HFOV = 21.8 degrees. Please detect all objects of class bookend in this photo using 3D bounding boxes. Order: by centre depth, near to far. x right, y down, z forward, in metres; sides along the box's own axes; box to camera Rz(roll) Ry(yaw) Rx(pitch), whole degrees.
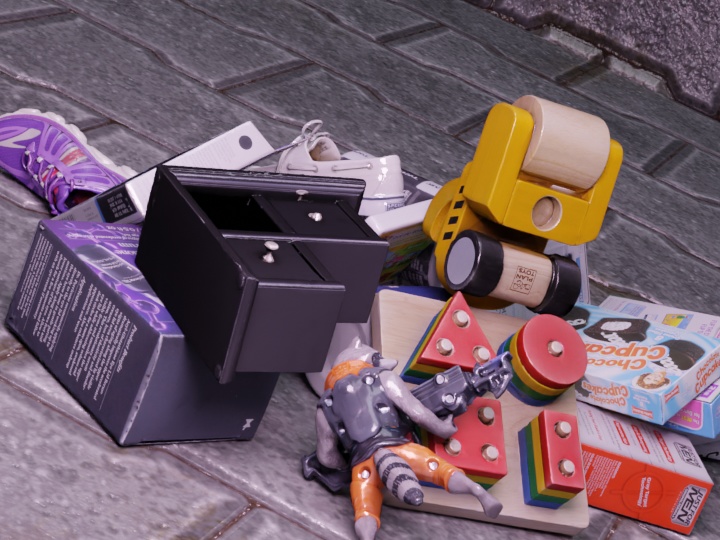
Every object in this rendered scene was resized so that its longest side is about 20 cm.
[{"bbox_3d":[-0.053,0.003,1.508,0.197,0.093,0.200,3,27,-29],"label":"bookend"}]

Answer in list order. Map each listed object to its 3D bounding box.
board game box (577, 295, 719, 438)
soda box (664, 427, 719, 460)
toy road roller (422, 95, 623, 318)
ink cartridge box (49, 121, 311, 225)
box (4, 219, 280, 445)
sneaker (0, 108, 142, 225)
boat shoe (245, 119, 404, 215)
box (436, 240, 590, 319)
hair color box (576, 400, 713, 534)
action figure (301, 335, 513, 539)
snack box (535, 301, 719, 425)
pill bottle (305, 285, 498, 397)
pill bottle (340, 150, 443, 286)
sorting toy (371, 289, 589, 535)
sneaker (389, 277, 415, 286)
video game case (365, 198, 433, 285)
[{"bbox_3d":[0.299,0.093,1.870,0.199,0.041,0.153,12,35,37],"label":"board game box"},{"bbox_3d":[0.354,0.151,1.954,0.198,0.069,0.064,13,19,-24],"label":"soda box"},{"bbox_3d":[0.134,-0.062,1.700,0.122,0.202,0.146,14,10,-30],"label":"toy road roller"},{"bbox_3d":[-0.173,-0.084,1.752,0.199,0.044,0.198,-27,5,-33],"label":"ink cartridge box"},{"bbox_3d":[-0.180,0.050,1.572,0.147,0.105,0.200,2,27,-47],"label":"box"},{"bbox_3d":[-0.298,-0.095,1.871,0.199,0.081,0.083,28,26,14],"label":"sneaker"},{"bbox_3d":[-0.043,-0.104,1.818,0.201,0.087,0.074,8,11,40],"label":"boat shoe"},{"bbox_3d":[0.161,0.004,1.928,0.060,0.118,0.199,1,11,37],"label":"box"},{"bbox_3d":[0.222,0.175,1.759,0.198,0.062,0.102,17,20,-12],"label":"hair color box"},{"bbox_3d":[0.039,0.125,1.495,0.194,0.199,0.105,58,4,39],"label":"action figure"},{"bbox_3d":[0.243,0.085,1.817,0.199,0.037,0.116,15,35,40],"label":"snack box"},{"bbox_3d":[0.048,0.070,1.762,0.199,0.112,0.111,1,28,-48],"label":"pill bottle"},{"bbox_3d":[0.021,-0.060,1.959,0.199,0.107,0.106,26,19,26],"label":"pill bottle"},{"bbox_3d":[0.115,0.113,1.630,0.198,0.070,0.200,12,57,-24],"label":"sorting toy"},{"bbox_3d":[0.065,0.017,1.994,0.199,0.076,0.081,30,29,21],"label":"sneaker"},{"bbox_3d":[0.000,0.000,1.799,0.023,0.182,0.200,51,26,11],"label":"video game case"}]
